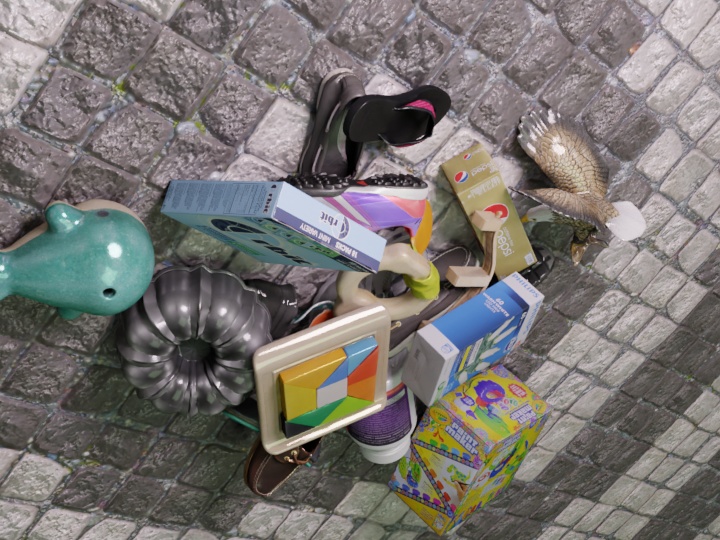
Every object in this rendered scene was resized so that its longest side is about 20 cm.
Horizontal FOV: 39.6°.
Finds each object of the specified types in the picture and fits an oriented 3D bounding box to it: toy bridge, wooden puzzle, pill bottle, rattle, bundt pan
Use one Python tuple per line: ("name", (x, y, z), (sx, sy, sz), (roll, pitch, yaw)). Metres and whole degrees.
("toy bridge", (0.145, 0.007, 1.337), (0.067, 0.027, 0.201), (2, 123, -39))
("wooden puzzle", (-0.043, 0.146, 1.271), (0.184, 0.037, 0.201), (-20, 138, -18))
("pill bottle", (0.025, 0.193, 1.471), (0.111, 0.112, 0.201), (-22, 135, -13))
("rattle", (0.000, 0.000, 1.288), (0.199, 0.144, 0.130), (-29, 150, 31))
("bundt pan", (-0.205, 0.098, 1.225), (0.200, 0.076, 0.203), (-4, 118, -7))

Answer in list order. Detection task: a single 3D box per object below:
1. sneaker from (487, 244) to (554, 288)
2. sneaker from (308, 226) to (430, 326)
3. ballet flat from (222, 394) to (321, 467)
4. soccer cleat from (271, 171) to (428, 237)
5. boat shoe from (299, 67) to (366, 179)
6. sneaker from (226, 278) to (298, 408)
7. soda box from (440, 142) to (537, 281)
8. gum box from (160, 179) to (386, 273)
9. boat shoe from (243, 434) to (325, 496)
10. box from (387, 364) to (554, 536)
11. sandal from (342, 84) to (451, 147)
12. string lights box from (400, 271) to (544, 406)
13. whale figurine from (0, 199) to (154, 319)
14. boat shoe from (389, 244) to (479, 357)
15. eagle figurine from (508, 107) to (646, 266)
("sneaker", (0.205, 0.034, 1.487), (0.199, 0.076, 0.079), (-36, 151, 10))
("sneaker", (0.012, 0.029, 1.341), (0.200, 0.082, 0.075), (-44, 136, 9))
("ballet flat", (-0.121, 0.215, 1.441), (0.073, 0.073, 0.200), (-42, 130, 8))
("soccer cleat", (-0.016, -0.074, 1.169), (0.198, 0.068, 0.074), (-2, 111, -20))
("boat shoe", (-0.029, -0.139, 1.188), (0.066, 0.057, 0.201), (-10, 131, -25))
("sneaker", (-0.162, 0.091, 1.308), (0.090, 0.076, 0.201), (19, 108, -30))
("soda box", (0.176, -0.076, 1.358), (0.064, 0.068, 0.200), (-28, 137, 4))
("gum box", (-0.099, -0.050, 1.129), (0.169, 0.199, 0.045), (28, 75, -43))
("boat shoe", (-0.090, 0.231, 1.377), (0.070, 0.070, 0.201), (26, 98, -43))
("box", (0.177, 0.281, 1.589), (0.199, 0.122, 0.194), (-16, 138, -50))
("sandal", (0.053, -0.174, 1.174), (0.199, 0.045, 0.076), (-19, 138, -53))
("string lights box", (0.152, 0.090, 1.351), (0.199, 0.059, 0.103), (-28, 148, -34))
("whale figurine", (-0.323, 0.001, 1.094), (0.198, 0.104, 0.160), (-11, 132, -24))
("boat shoe", (0.082, 0.035, 1.386), (0.201, 0.072, 0.061), (-45, 138, -4))
("eagle figurine", (0.279, -0.099, 1.342), (0.151, 0.152, 0.200), (-38, 137, -7))
